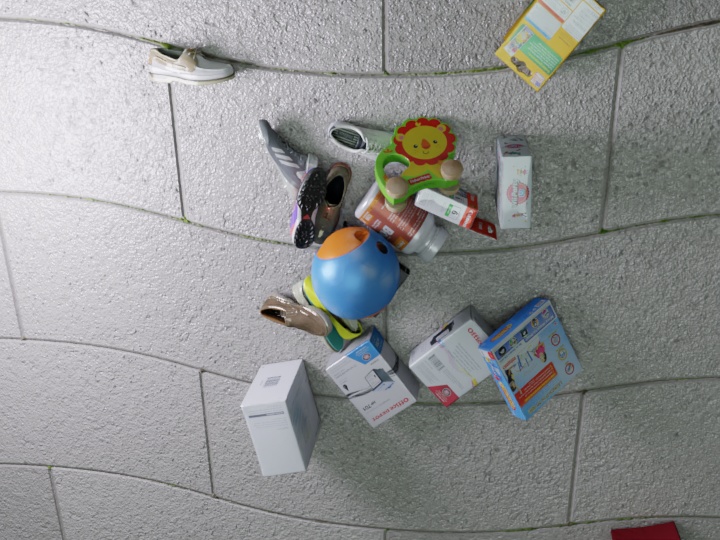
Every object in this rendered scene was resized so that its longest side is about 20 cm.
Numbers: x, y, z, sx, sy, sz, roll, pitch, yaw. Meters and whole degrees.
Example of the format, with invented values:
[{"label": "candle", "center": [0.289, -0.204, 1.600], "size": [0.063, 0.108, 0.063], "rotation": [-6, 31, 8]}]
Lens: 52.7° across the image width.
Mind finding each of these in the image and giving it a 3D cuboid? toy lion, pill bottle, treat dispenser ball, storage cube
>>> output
[{"label": "toy lion", "center": [0.118, -0.238, 1.539], "size": [0.196, 0.194, 0.069], "rotation": [-18, 151, -10]}, {"label": "pill bottle", "center": [0.094, -0.111, 1.630], "size": [0.199, 0.113, 0.113], "rotation": [36, 112, -6]}, {"label": "treat dispenser ball", "center": [-0.010, 0.006, 1.606], "size": [0.196, 0.201, 0.205], "rotation": [3, 112, 7]}, {"label": "storage cube", "center": [0.747, 0.779, 1.849], "size": [0.167, 0.180, 0.204], "rotation": [-13, 110, 13]}]

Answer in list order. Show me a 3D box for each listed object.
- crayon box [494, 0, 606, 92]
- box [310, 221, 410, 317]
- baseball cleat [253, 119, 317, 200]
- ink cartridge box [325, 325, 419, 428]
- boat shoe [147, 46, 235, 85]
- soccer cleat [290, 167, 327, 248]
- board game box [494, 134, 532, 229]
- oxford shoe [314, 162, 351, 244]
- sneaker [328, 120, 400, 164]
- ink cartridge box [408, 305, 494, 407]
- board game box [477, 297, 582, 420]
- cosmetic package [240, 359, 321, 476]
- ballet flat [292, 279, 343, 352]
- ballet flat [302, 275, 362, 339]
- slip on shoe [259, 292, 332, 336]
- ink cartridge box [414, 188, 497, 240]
[{"label": "crayon box", "center": [0.380, -0.485, 1.476], "size": [0.125, 0.052, 0.201], "rotation": [37, 111, -7]}, {"label": "box", "center": [0.000, 0.000, 1.729], "size": [0.198, 0.036, 0.144], "rotation": [35, 112, -7]}, {"label": "baseball cleat", "center": [-0.156, -0.261, 1.640], "size": [0.105, 0.070, 0.202], "rotation": [-22, 117, 9]}, {"label": "ink cartridge box", "center": [0.032, 0.264, 1.802], "size": [0.145, 0.086, 0.201], "rotation": [-35, 101, 19]}, {"label": "boat shoe", "center": [-0.372, -0.448, 1.586], "size": [0.195, 0.075, 0.070], "rotation": [4, 118, 8]}, {"label": "soccer cleat", "center": [-0.124, -0.150, 1.640], "size": [0.067, 0.074, 0.203], "rotation": [-2, 126, -23]}, {"label": "board game box", "center": [0.317, -0.189, 1.520], "size": [0.063, 0.201, 0.151], "rotation": [0, 112, 8]}, {"label": "oxford shoe", "center": [-0.077, -0.145, 1.661], "size": [0.069, 0.075, 0.203], "rotation": [17, 114, -2]}, {"label": "sneaker", "center": [0.019, -0.274, 1.599], "size": [0.196, 0.071, 0.074], "rotation": [14, 113, 2]}, {"label": "ink cartridge box", "center": [0.237, 0.207, 1.750], "size": [0.199, 0.083, 0.146], "rotation": [-39, 102, 20]}, {"label": "board game box", "center": [0.395, 0.202, 1.684], "size": [0.199, 0.056, 0.198], "rotation": [-35, 107, -19]}, {"label": "cosmetic package", "center": [-0.191, 0.363, 1.809], "size": [0.120, 0.200, 0.204], "rotation": [-9, 110, 12]}, {"label": "ballet flat", "center": [-0.105, 0.112, 1.784], "size": [0.062, 0.067, 0.203], "rotation": [-13, 107, 42]}, {"label": "ballet flat", "center": [-0.059, 0.086, 1.740], "size": [0.066, 0.067, 0.201], "rotation": [-4, 130, 47]}, {"label": "slip on shoe", "center": [-0.156, 0.113, 1.736], "size": [0.198, 0.060, 0.077], "rotation": [25, 132, 29]}, {"label": "ink cartridge box", "center": [0.219, -0.141, 1.602], "size": [0.197, 0.109, 0.051], "rotation": [23, 113, -2]}]
